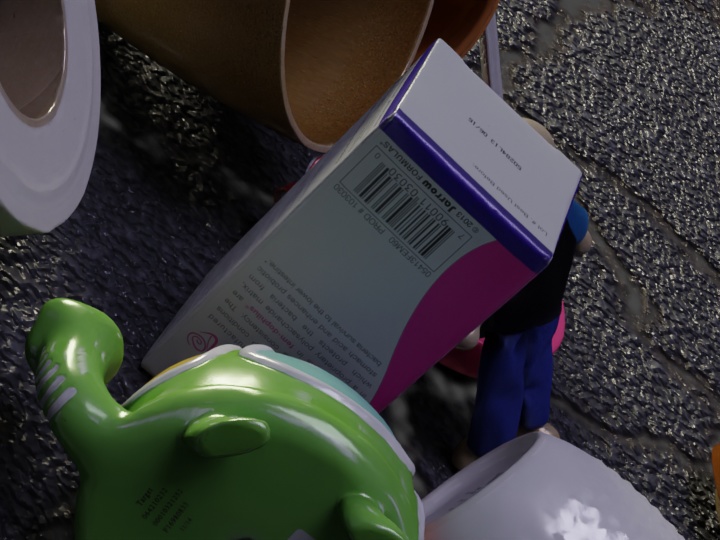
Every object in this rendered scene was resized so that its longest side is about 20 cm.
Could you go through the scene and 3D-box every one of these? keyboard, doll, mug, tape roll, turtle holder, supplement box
[{"bbox_3d":[0.083,-0.157,1.261,0.056,0.011,0.201,-122,-155,-78],"label":"keyboard"},{"bbox_3d":[0.083,0.014,1.026,0.048,0.201,0.136,18,30,30],"label":"doll"},{"bbox_3d":[0.093,0.172,0.904,0.176,0.147,0.200,56,-7,-2],"label":"mug"},{"bbox_3d":[-0.182,-0.114,0.852,0.202,0.070,0.204,-6,90,-78],"label":"tape roll"},{"bbox_3d":[-0.063,0.097,0.826,0.185,0.142,0.132,10,22,0],"label":"turtle holder"},{"bbox_3d":[0.000,0.000,0.927,0.101,0.200,0.103,43,30,-8],"label":"supplement box"}]

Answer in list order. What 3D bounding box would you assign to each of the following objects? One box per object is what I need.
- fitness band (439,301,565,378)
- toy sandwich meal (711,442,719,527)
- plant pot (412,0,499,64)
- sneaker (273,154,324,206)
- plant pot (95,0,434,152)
[{"bbox_3d":[0.056,-0.018,1.174,0.143,0.037,0.201,14,43,-42],"label":"fitness band"},{"bbox_3d":[0.307,0.172,1.233,0.205,0.070,0.206,31,35,-25],"label":"toy sandwich meal"},{"bbox_3d":[-0.007,-0.218,1.192,0.200,0.200,0.140,40,16,-11],"label":"plant pot"},{"bbox_3d":[0.026,-0.037,1.075,0.112,0.071,0.200,46,58,4],"label":"sneaker"},{"bbox_3d":[-0.080,-0.184,1.047,0.199,0.187,0.186,20,24,21],"label":"plant pot"}]
